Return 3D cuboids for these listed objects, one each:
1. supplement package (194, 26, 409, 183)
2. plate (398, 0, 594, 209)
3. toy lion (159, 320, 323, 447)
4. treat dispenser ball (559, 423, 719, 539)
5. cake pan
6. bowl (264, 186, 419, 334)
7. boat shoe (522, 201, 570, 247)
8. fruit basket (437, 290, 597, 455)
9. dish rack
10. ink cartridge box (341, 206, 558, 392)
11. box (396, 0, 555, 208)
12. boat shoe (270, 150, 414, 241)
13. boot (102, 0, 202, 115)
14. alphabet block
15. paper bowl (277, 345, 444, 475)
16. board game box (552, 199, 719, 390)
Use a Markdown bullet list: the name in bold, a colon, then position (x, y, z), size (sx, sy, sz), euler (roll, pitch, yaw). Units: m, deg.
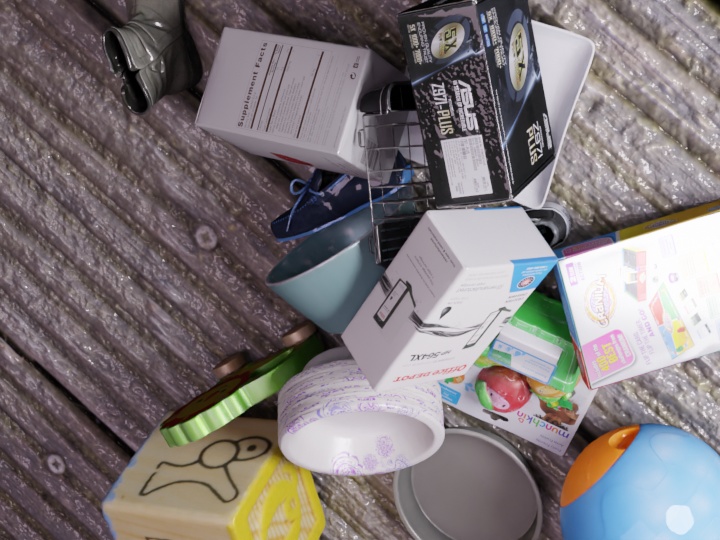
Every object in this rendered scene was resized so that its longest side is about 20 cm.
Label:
- **supplement package**: position (-0.061, -0.184, 1.341), size (0.199, 0.121, 0.121), euler (15, 86, 31)
- **plate**: position (0.142, -0.194, 1.334), size (0.199, 0.032, 0.201), euler (23, 118, 16)
- **toy lion**: position (-0.153, 0.153, 1.514), size (0.199, 0.192, 0.069), euler (-26, 98, 30)
- **treat dispenser ball**: position (0.321, 0.271, 1.333), size (0.199, 0.201, 0.203), euler (9, 113, 22)
- **cake pan**: position (0.138, 0.284, 1.518), size (0.199, 0.037, 0.202), euler (9, 113, 22)
- **bowl**: position (0.000, 0.000, 1.385), size (0.200, 0.201, 0.105), euler (-27, 103, 31)
- **boat shoe**: position (0.143, -0.021, 1.379), size (0.198, 0.068, 0.074), euler (-12, 104, 29)
- **fruit basket**: position (0.183, 0.120, 1.402), size (0.184, 0.094, 0.201), euler (25, 126, 8)
- **dish rack**: position (0.062, -0.099, 1.288), size (0.054, 0.153, 0.202), euler (0, 97, 40)
- **ink cartridge box**: position (0.092, 0.030, 1.278), size (0.085, 0.145, 0.201), euler (57, 133, 28)
- **box**: position (0.123, -0.184, 1.233), size (0.085, 0.164, 0.202), euler (-5, 107, 27)
- **boat shoe**: position (-0.029, -0.099, 1.424), size (0.199, 0.084, 0.069), euler (-26, 102, 24)
- **boot**: position (-0.262, -0.293, 1.425), size (0.067, 0.131, 0.201), euler (-14, 103, 28)
- **alphabet block**: position (-0.187, 0.319, 1.576), size (0.198, 0.196, 0.198), euler (2, 127, 25)
- **paper bowl**: position (-0.001, 0.163, 1.448), size (0.199, 0.105, 0.201), euler (-3, 146, -2)
- **board game box**: position (0.317, 0.025, 1.284), size (0.198, 0.040, 0.154), euler (-16, 103, 2)
